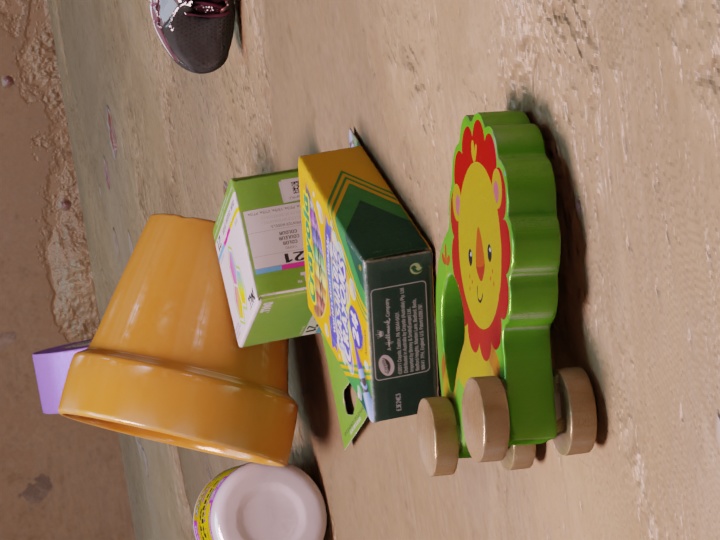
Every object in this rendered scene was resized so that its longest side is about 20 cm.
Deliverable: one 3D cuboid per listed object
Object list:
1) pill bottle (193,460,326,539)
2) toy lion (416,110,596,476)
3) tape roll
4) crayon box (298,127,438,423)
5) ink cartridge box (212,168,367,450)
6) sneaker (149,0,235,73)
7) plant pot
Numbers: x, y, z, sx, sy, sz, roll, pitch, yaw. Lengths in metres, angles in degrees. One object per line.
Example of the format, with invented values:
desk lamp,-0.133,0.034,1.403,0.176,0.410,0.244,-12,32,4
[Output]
pill bottle,-0.097,0.228,2.146,0.200,0.104,0.105,146,113,-77
toy lion,0.074,0.012,1.306,0.200,0.068,0.193,139,126,-76
tape roll,-0.239,0.099,2.462,0.200,0.199,0.066,178,81,-78
crayon box,0.000,0.000,1.637,0.200,0.051,0.126,-120,23,-59
ink cartridge box,-0.055,0.036,1.857,0.148,0.075,0.201,119,141,-71
sneaker,-0.136,-0.256,1.995,0.116,0.075,0.201,-138,40,-66
plant pot,-0.139,0.055,2.001,0.200,0.199,0.184,156,128,-77
